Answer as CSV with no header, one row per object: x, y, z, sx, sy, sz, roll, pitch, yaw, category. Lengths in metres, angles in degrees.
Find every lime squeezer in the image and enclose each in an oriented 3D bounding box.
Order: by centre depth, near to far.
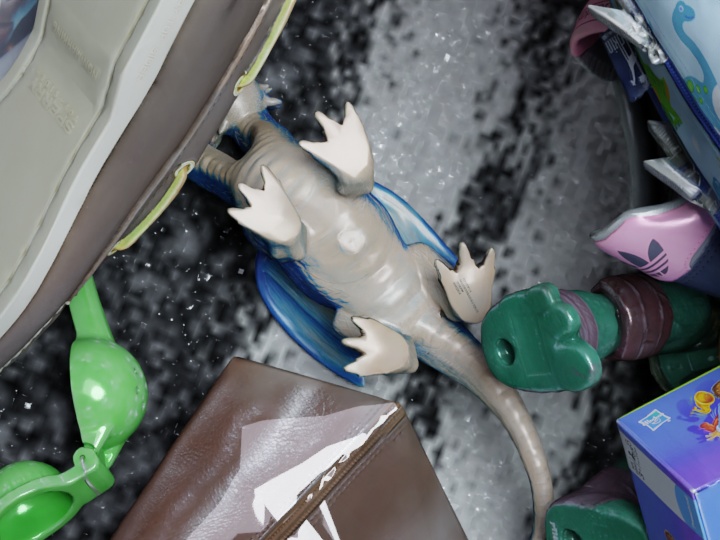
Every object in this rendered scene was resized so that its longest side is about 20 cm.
-0.111,0.054,0.820,0.070,0.038,0.201,23,74,2,lime squeezer

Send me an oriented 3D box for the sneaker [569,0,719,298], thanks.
0.100,-0.090,0.748,0.082,0.070,0.201,5,70,-23,sneaker

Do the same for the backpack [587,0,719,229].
0.146,-0.061,0.658,0.163,0.154,0.200,-22,60,-19,backpack

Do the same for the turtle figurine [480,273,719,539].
0.133,0.019,0.813,0.200,0.101,0.150,-25,82,-33,turtle figurine

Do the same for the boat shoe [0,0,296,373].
-0.084,-0.035,0.784,0.059,0.200,0.072,8,35,-44,boat shoe

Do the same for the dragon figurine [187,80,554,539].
0.000,0.000,0.829,0.059,0.099,0.200,-45,95,-5,dragon figurine

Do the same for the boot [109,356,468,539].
-0.086,0.087,0.777,0.186,0.064,0.200,41,88,-10,boot

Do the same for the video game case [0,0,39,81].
-0.176,-0.106,0.841,0.182,0.023,0.200,-39,80,3,video game case

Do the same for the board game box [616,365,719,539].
0.164,0.102,0.761,0.134,0.045,0.200,-26,122,-12,board game box
